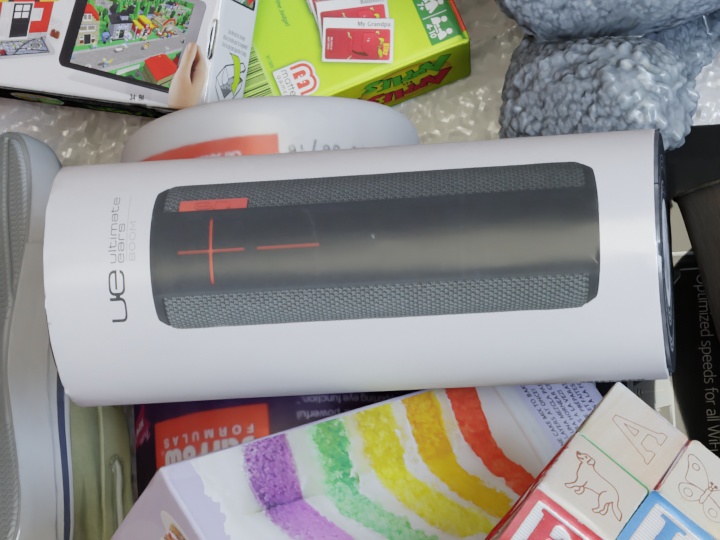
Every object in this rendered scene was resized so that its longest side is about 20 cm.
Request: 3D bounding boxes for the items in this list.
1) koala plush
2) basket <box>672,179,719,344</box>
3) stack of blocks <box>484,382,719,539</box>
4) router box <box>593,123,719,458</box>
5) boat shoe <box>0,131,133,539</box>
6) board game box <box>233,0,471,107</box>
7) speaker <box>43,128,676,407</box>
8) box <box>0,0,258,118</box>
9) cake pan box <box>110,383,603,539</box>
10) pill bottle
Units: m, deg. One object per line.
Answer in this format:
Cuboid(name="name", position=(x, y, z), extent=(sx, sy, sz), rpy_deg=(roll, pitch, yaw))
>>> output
Cuboid(name="koala plush", position=(0.116, -0.159, 0.960), extent=(0.184, 0.200, 0.178), rpy_deg=(-37, 90, -29))
Cuboid(name="basket", position=(0.190, 0.057, 0.924), extent=(0.135, 0.180, 0.201), rpy_deg=(-13, 87, 9))
Cuboid(name="stack of blocks", position=(0.117, 0.141, 0.845), extent=(0.200, 0.059, 0.115), rpy_deg=(39, 44, 4))
Cuboid(name="router box", position=(0.156, 0.046, 1.031), extent=(0.157, 0.052, 0.201), rpy_deg=(-2, 77, 2))
Cuboid(name="boat shoe", position=(-0.120, 0.041, 1.032), extent=(0.072, 0.062, 0.201), rpy_deg=(-31, 48, 33))
Cuboid(name="board game box", position=(-0.042, -0.151, 1.087), extent=(0.101, 0.048, 0.201), rpy_deg=(-22, 77, -3))
Cuboid(name="speaker", position=(0.000, 0.000, 0.916), extent=(0.199, 0.081, 0.082), rpy_deg=(-3, 77, 9))
Cuboid(name="box", position=(-0.133, -0.121, 1.058), extent=(0.199, 0.035, 0.111), rpy_deg=(9, 87, 20))
Cuboid(name="cake pan box", position=(0.044, 0.131, 0.889), extent=(0.184, 0.052, 0.200), rpy_deg=(-14, 61, -37))
Cuboid(name="pill bottle", position=(-0.026, 0.047, 1.009), extent=(0.111, 0.111, 0.201), rpy_deg=(-5, 77, 1))
